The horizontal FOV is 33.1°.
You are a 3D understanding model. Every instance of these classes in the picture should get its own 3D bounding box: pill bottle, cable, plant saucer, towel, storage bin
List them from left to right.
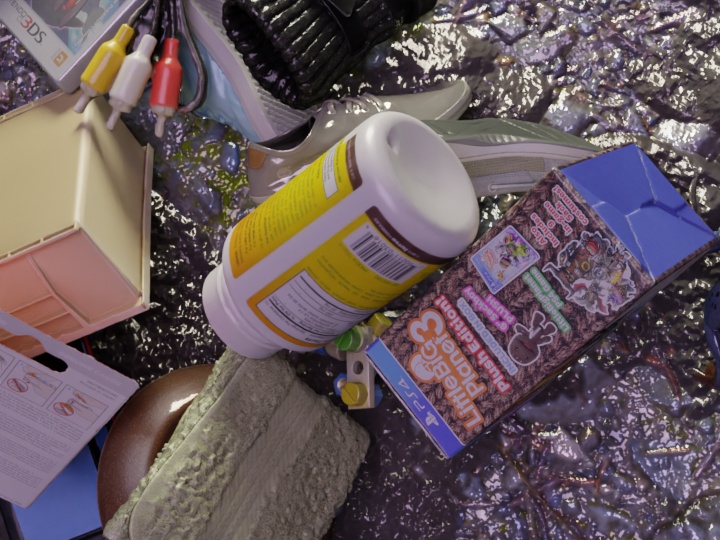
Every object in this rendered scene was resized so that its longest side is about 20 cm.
[{"bbox_3d":[-0.275,-0.031,0.964,0.198,0.094,0.200,-22,42,12],"label":"storage bin"},{"bbox_3d":[-0.152,-0.202,0.941,0.097,0.050,0.201,16,99,-9],"label":"cable"},{"bbox_3d":[-0.100,0.165,0.926,0.037,0.200,0.201,-33,75,54],"label":"plant saucer"},{"bbox_3d":[-0.081,0.158,0.885,0.148,0.036,0.200,44,55,-16],"label":"towel"},{"bbox_3d":[-0.021,-0.015,0.845,0.200,0.109,0.110,-35,78,34],"label":"pill bottle"}]

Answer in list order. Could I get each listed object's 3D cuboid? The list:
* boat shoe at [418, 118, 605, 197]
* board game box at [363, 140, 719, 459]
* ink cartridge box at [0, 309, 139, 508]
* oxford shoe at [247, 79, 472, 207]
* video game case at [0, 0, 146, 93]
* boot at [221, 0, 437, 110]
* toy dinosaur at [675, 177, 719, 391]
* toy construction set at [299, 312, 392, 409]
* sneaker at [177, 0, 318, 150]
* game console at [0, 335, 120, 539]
[{"bbox_3d":[0.098,-0.076,0.917,0.201,0.074,0.065,-3,112,-24],"label":"boat shoe"},{"bbox_3d":[0.129,0.018,0.852,0.097,0.159,0.200,51,121,11],"label":"board game box"},{"bbox_3d":[-0.268,0.083,0.881,0.161,0.050,0.200,31,128,-19],"label":"ink cartridge box"},{"bbox_3d":[-0.001,-0.111,0.941,0.199,0.075,0.058,-26,108,-14],"label":"oxford shoe"},{"bbox_3d":[-0.223,-0.269,1.018,0.200,0.023,0.182,-46,56,1],"label":"video game case"},{"bbox_3d":[-0.056,-0.243,0.956,0.158,0.079,0.211,-38,78,-20],"label":"boot"},{"bbox_3d":[0.294,-0.003,0.859,0.104,0.200,0.182,-1,118,-2],"label":"toy dinosaur"},{"bbox_3d":[0.000,0.000,0.951,0.131,0.092,0.201,23,84,37],"label":"toy construction set"},{"bbox_3d":[-0.103,-0.147,1.009,0.082,0.074,0.200,-38,83,39],"label":"sneaker"},{"bbox_3d":[-0.247,0.161,0.985,0.172,0.119,0.201,-23,81,11],"label":"game console"}]
